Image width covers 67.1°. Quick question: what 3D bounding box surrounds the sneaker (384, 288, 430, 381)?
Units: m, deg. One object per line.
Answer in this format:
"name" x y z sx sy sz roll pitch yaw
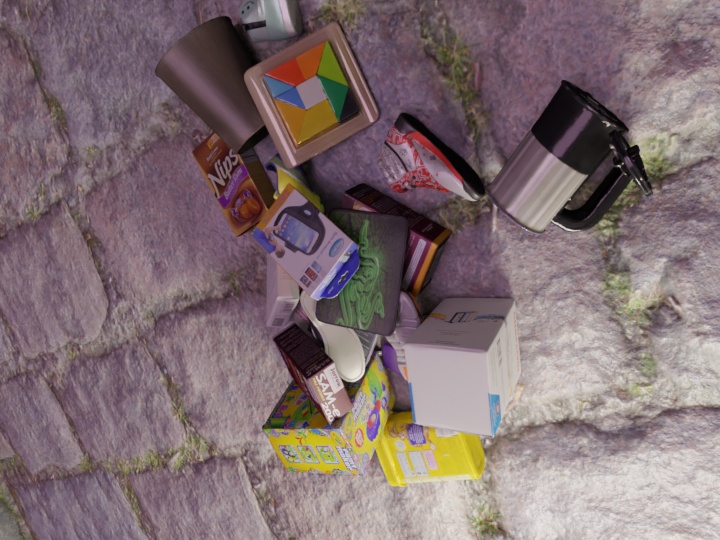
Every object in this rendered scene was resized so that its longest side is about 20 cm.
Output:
"sneaker" 0.098 0.099 0.999 0.075 0.113 0.205 6 127 28

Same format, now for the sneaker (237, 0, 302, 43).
"sneaker" -0.181 -0.511 0.958 0.114 0.074 0.207 -5 108 23

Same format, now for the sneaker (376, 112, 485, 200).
"sneaker" 0.114 -0.163 0.930 0.201 0.067 0.109 45 124 12

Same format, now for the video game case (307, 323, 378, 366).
"video game case" -0.020 0.072 1.026 0.140 0.019 0.204 30 124 16

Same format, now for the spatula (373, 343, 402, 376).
"spatula" 0.009 0.168 1.132 0.194 0.020 0.058 13 117 25

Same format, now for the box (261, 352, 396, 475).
"box" -0.057 0.284 1.090 0.188 0.201 0.125 -10 118 32

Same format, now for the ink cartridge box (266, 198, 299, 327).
"ink cartridge box" -0.156 -0.010 1.072 0.161 0.048 0.207 125 146 -62

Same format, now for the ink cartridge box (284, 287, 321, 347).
"ink cartridge box" -0.072 0.067 1.113 0.116 0.066 0.201 43 122 8

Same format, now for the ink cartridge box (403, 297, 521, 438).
"ink cartridge box" 0.181 0.152 0.926 0.141 0.199 0.152 0 109 30

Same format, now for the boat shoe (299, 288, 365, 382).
"boat shoe" -0.055 0.114 1.019 0.073 0.060 0.203 -33 102 -6

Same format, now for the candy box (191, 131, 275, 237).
"candy box" -0.257 -0.189 1.131 0.115 0.056 0.204 -26 93 34

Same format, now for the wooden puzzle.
"wooden puzzle" -0.088 -0.309 0.961 0.196 0.037 0.189 -27 95 5

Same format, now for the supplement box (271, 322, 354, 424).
"supplement box" -0.094 0.189 1.025 0.199 0.060 0.111 28 145 59

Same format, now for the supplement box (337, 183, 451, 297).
"supplement box" 0.051 -0.059 0.988 0.197 0.085 0.113 31 120 16

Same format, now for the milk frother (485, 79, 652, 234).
"milk frother" 0.293 -0.130 0.765 0.179 0.200 0.190 37 122 6

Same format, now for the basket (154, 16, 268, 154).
"basket" -0.253 -0.336 1.025 0.202 0.179 0.136 53 161 -7

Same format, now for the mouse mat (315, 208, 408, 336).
"mouse mat" 0.000 0.000 0.942 0.156 0.007 0.208 8 92 24

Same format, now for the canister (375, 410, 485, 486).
"canister" 0.136 0.351 1.090 0.195 0.086 0.153 -16 100 31

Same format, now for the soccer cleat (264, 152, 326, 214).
"soccer cleat" -0.119 -0.134 1.036 0.082 0.065 0.204 -24 76 -10

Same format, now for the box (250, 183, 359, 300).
"box" -0.093 -0.046 0.951 0.199 0.041 0.120 41 94 25
